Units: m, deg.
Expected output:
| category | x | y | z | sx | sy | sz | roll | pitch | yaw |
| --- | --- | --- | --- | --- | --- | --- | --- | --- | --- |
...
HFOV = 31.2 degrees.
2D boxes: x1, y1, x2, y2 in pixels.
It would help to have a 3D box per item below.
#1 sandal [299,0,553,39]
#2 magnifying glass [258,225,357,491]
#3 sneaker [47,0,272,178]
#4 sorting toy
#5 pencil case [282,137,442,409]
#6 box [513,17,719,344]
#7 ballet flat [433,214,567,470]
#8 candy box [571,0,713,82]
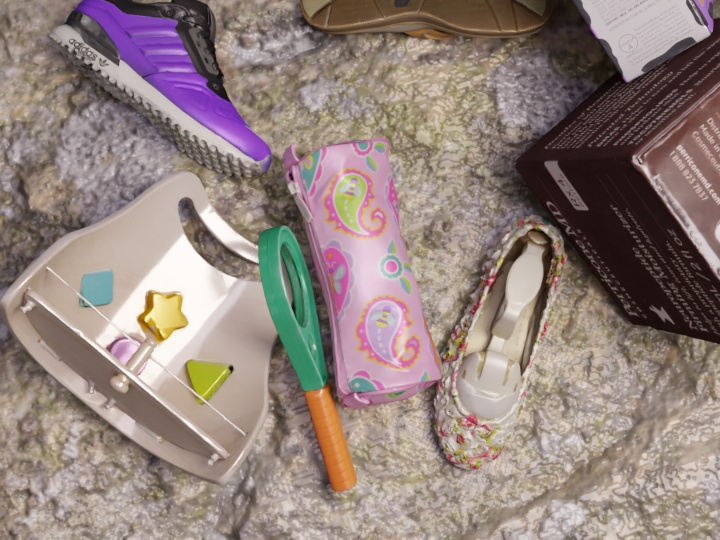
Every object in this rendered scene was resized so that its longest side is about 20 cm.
| category | x | y | z | sx | sy | sz | roll | pitch | yaw |
| --- | --- | --- | --- | --- | --- | --- | --- | --- | --- |
| sandal | 0.053 | -0.211 | 1.013 | 0.200 | 0.054 | 0.081 | 0 | 74 | 15 |
| magnifying glass | -0.037 | 0.065 | 0.941 | 0.022 | 0.080 | 0.200 | -12 | 100 | 11 |
| sneaker | -0.135 | -0.158 | 0.991 | 0.200 | 0.070 | 0.100 | 37 | 80 | 6 |
| sorting toy | -0.137 | 0.027 | 0.948 | 0.200 | 0.107 | 0.180 | 42 | 67 | -12 |
| pencil case | 0.000 | 0.000 | 0.953 | 0.087 | 0.087 | 0.200 | -14 | 81 | -2 |
| box | 0.244 | -0.063 | 0.883 | 0.164 | 0.200 | 0.166 | -41 | 103 | -9 |
| ballet flat | 0.102 | 0.049 | 0.957 | 0.075 | 0.064 | 0.200 | 16 | 81 | 1 |
| candy box | 0.171 | -0.257 | 0.921 | 0.071 | 0.168 | 0.200 | -30 | 106 | 27 |
